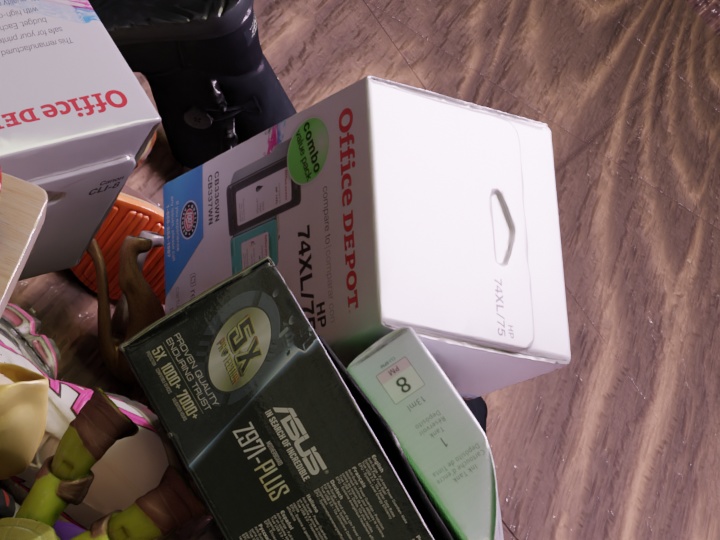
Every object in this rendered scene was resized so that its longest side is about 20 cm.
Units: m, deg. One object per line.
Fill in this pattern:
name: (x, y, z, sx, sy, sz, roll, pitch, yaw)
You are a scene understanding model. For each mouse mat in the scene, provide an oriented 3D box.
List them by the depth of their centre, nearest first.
mouse mat: (0.038, 0.134, 1.127, 0.201, 0.007, 0.161, 63, -5, -21)

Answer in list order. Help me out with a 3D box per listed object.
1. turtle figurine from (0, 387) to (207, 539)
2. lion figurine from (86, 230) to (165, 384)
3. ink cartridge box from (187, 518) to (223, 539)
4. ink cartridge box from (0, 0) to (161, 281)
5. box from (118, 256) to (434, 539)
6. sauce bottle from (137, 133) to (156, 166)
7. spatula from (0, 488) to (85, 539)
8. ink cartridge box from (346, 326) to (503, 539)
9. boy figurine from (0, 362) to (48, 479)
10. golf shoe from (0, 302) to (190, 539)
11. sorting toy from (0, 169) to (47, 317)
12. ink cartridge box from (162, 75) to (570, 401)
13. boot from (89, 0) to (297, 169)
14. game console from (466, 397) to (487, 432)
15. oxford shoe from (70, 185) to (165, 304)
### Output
turtle figurine: (-0.162, 0.130, 1.043, 0.200, 0.161, 0.064, 44, -6, 26)
lion figurine: (-0.104, 0.045, 1.395, 0.199, 0.124, 0.072, 12, 4, -31)
ink cartridge box: (-0.029, 0.222, 1.224, 0.201, 0.084, 0.144, 53, 19, 4)
ink cartridge box: (-0.236, -0.103, 1.251, 0.144, 0.145, 0.201, -16, 64, -38)
box: (-0.022, 0.117, 1.086, 0.201, 0.086, 0.164, 59, -4, 18)
sauce bottle: (-0.181, -0.110, 1.431, 0.066, 0.066, 0.200, 54, 0, 13)
spatula: (-0.178, 0.132, 1.168, 0.200, 0.020, 0.057, 43, 20, -49)
ink cartridge box: (0.068, 0.141, 1.192, 0.200, 0.057, 0.163, 51, -8, 18)
boy figurine: (-0.245, 0.037, 1.097, 0.199, 0.065, 0.124, 30, 7, 1)
golf shoe: (-0.174, 0.085, 1.174, 0.199, 0.073, 0.092, 33, 21, 33)
sorting toy: (-0.264, -0.011, 1.023, 0.198, 0.070, 0.200, 19, 49, -1)
ink cartridge box: (0.000, 0.000, 1.295, 0.145, 0.199, 0.148, 12, 66, -38)
boot: (-0.149, -0.134, 1.575, 0.169, 0.198, 0.077, 73, 21, -49)
game console: (0.029, 0.094, 1.611, 0.177, 0.031, 0.200, 42, 24, -15)
oxford shoe: (-0.175, -0.043, 1.414, 0.199, 0.071, 0.073, 31, 23, -35)
